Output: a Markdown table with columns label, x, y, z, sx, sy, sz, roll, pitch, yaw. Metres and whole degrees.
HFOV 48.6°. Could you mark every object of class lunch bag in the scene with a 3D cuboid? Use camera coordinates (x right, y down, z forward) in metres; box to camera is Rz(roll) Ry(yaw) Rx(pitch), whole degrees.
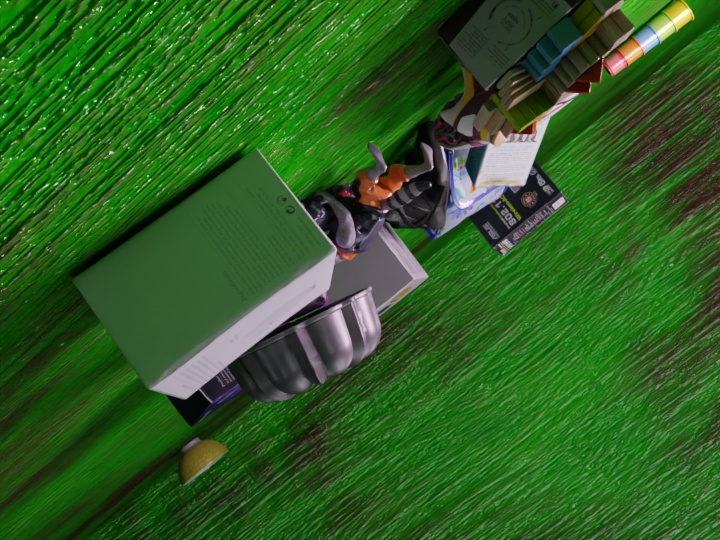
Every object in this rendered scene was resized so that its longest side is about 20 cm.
| label | x | y | z | sx | sy | sz | roll | pitch | yaw |
| --- | --- | --- | --- | --- | --- | --- | --- | --- | --- |
| lunch bag | 0.168 | -0.168 | 1.267 | 0.169 | 0.128 | 0.200 | -33 | 159 | -25 |

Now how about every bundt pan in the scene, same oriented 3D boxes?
| label | x | y | z | sx | sy | sz | roll | pitch | yaw |
| --- | --- | --- | --- | --- | --- | --- | --- | --- | --- |
| bundt pan | -0.061 | 0.095 | 0.953 | 0.201 | 0.076 | 0.202 | -26 | 179 | 0 |

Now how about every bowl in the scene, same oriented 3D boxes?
| label | x | y | z | sx | sy | sz | roll | pitch | yaw |
| --- | --- | --- | --- | --- | --- | --- | --- | --- | --- |
| bowl | -0.580 | 0.661 | 2.838 | 0.200 | 0.108 | 0.200 | -38 | 173 | -5 |

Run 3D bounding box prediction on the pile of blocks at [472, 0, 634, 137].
| label | x | y | z | sx | sy | sz | roll | pitch | yaw |
| --- | --- | --- | --- | --- | --- | --- | --- | --- | --- |
| pile of blocks | 0.188 | -0.184 | 0.775 | 0.082 | 0.062 | 0.200 | -30 | 169 | -39 |

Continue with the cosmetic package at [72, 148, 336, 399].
| label | x | y | z | sx | sy | sz | roll | pitch | yaw |
| --- | --- | --- | --- | --- | --- | --- | --- | --- | --- |
| cosmetic package | -0.140 | 0.014 | 0.772 | 0.200 | 0.123 | 0.199 | -38 | 174 | -11 |

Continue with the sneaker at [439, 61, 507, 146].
| label | x | y | z | sx | sy | sz | roll | pitch | yaw |
| --- | --- | --- | --- | --- | --- | --- | --- | --- | --- |
| sneaker | 0.162 | -0.248 | 0.910 | 0.201 | 0.090 | 0.075 | -64 | 162 | 1 |

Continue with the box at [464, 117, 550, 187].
| label | x | y | z | sx | sy | sz | roll | pitch | yaw |
| --- | --- | --- | --- | --- | --- | --- | --- | --- | --- |
| box | 0.205 | -0.202 | 1.079 | 0.082 | 0.049 | 0.201 | -4 | 139 | -14 |

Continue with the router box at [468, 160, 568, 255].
| label | x | y | z | sx | sy | sz | roll | pitch | yaw |
| --- | --- | --- | --- | --- | --- | --- | --- | --- | --- |
| router box | 0.244 | -0.151 | 1.408 | 0.150 | 0.201 | 0.062 | -41 | 154 | 14 |

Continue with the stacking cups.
| label | x | y | z | sx | sy | sz | roll | pitch | yaw |
| --- | --- | --- | --- | --- | --- | --- | --- | --- | --- |
| stacking cups | 0.613 | -0.492 | 1.709 | 0.200 | 0.061 | 0.060 | -40 | 173 | 12 |

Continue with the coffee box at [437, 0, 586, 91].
| label | x | y | z | sx | sy | sz | roll | pitch | yaw |
| --- | --- | --- | --- | --- | --- | --- | --- | --- | --- |
| coffee box | 0.187 | -0.272 | 0.785 | 0.200 | 0.080 | 0.113 | -42 | 172 | 27 |

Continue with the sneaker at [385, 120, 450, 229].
| label | x | y | z | sx | sy | sz | roll | pitch | yaw |
| --- | --- | --- | --- | --- | --- | --- | --- | --- | --- |
| sneaker | 0.068 | -0.126 | 1.140 | 0.113 | 0.077 | 0.200 | -7 | 148 | -4 |

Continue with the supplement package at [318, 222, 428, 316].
| label | x | y | z | sx | sy | sz | roll | pitch | yaw |
| --- | --- | --- | --- | --- | --- | --- | --- | --- | --- |
| supplement package | 0.000 | 0.000 | 1.313 | 0.151 | 0.151 | 0.200 | -39 | 173 | 9 |

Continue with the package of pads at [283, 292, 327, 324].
| label | x | y | z | sx | sy | sz | roll | pitch | yaw |
| --- | --- | --- | --- | --- | --- | --- | --- | --- | --- |
| package of pads | -0.141 | 0.048 | 1.045 | 0.199 | 0.076 | 0.121 | -24 | 177 | -2 |

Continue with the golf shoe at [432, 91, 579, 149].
| label | x | y | z | sx | sy | sz | roll | pitch | yaw |
| --- | --- | --- | --- | --- | --- | --- | --- | --- | --- |
| golf shoe | 0.187 | -0.196 | 0.983 | 0.199 | 0.073 | 0.092 | -24 | 156 | 17 |

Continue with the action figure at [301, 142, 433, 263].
| label | x | y | z | sx | sy | sz | roll | pitch | yaw |
| --- | --- | --- | --- | --- | --- | --- | --- | --- | --- |
| action figure | -0.007 | -0.073 | 1.013 | 0.200 | 0.105 | 0.194 | -29 | 162 | -53 |

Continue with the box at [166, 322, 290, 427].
| label | x | y | z | sx | sy | sz | roll | pitch | yaw |
| --- | --- | --- | --- | --- | --- | --- | --- | --- | --- |
| box | -0.221 | 0.149 | 1.335 | 0.200 | 0.105 | 0.148 | -35 | 173 | -33 |
